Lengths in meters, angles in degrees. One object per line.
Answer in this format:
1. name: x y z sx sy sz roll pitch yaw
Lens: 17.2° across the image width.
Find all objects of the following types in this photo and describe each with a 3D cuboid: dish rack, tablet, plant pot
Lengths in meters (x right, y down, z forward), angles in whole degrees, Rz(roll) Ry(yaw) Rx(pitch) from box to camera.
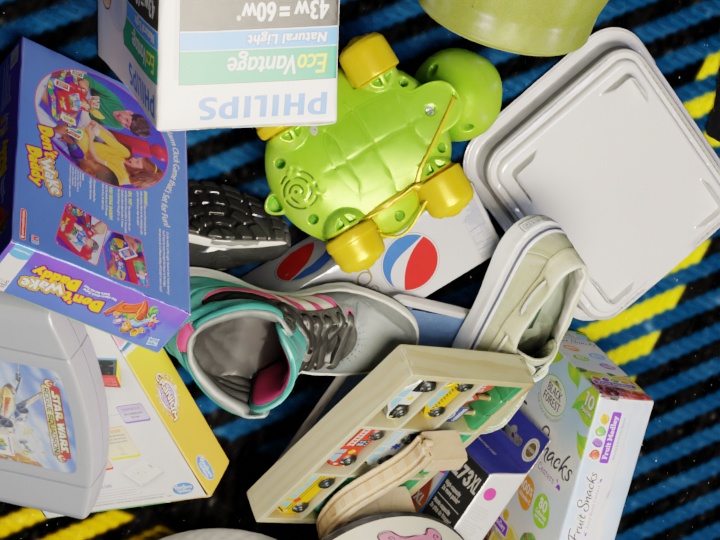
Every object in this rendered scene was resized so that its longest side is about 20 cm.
1. dish rack: 0.192 -0.066 1.819 0.172 0.044 0.200 -41 119 -3
2. tablet: 0.016 0.105 1.794 0.130 0.014 0.200 14 119 -44
3. plant pot: 0.121 -0.261 1.649 0.200 0.201 0.194 4 120 -22

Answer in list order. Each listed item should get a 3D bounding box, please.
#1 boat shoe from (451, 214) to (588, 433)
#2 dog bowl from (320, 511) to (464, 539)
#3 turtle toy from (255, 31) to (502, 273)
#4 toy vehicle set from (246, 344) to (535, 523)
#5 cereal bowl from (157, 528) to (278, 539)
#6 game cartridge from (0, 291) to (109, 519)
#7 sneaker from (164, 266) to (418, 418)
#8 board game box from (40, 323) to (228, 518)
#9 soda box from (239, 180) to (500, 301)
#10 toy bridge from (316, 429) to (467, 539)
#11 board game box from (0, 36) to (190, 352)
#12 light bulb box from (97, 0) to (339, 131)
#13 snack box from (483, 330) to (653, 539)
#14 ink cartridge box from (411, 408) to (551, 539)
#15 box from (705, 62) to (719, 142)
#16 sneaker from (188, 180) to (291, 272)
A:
1. boat shoe: 0.114 0.052 1.758 0.072 0.062 0.201 -12 135 -29
2. dog bowl: 0.020 0.282 1.749 0.199 0.074 0.201 -15 123 -25
3. turtle toy: 0.016 -0.094 1.707 0.200 0.101 0.146 -30 92 -8
4. toy vehicle set: 0.021 0.123 1.740 0.124 0.027 0.200 6 141 -41
5. cereal bowl: -0.110 0.297 1.793 0.199 0.083 0.201 -4 124 -6
6. game cartridge: -0.241 0.087 1.648 0.133 0.042 0.201 13 131 20
7. sneaker: -0.045 0.053 1.650 0.199 0.121 0.084 7 112 -15
8. board game box: -0.203 0.082 1.678 0.153 0.040 0.200 -10 122 30
9. soda box: 0.000 0.000 1.757 0.200 0.068 0.064 -31 117 -8
10. toy bridge: 0.008 0.177 1.765 0.067 0.027 0.200 -2 147 -30
11. board game box: -0.183 -0.052 1.597 0.134 0.200 0.045 24 129 -26
12. light bulb box: -0.096 -0.214 1.567 0.124 0.198 0.201 -4 110 -17
13. snack box: 0.153 0.162 1.834 0.053 0.142 0.201 8 108 -22
14. ink cartridge box: 0.062 0.187 1.835 0.037 0.095 0.200 33 96 -31
15. box: 0.388 -0.181 1.807 0.199 0.117 0.198 -2 110 -21
16. sneaker: -0.151 -0.010 1.707 0.199 0.076 0.088 0 124 -16
